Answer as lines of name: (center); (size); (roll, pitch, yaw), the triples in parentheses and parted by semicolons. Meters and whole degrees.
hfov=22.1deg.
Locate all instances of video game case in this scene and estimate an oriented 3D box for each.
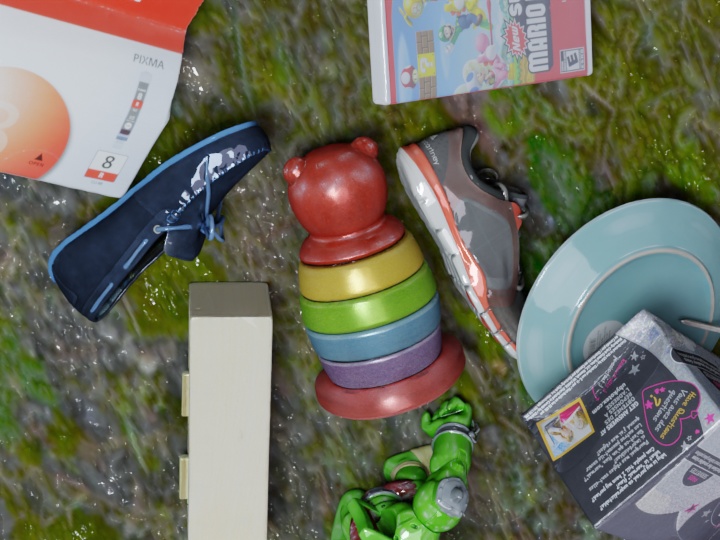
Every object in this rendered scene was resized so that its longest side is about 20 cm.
video game case: (0.087, -0.200, 1.304); (0.199, 0.017, 0.144); (-12, 104, -36)

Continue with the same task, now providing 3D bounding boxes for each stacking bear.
stacking bear: (0.000, 0.000, 1.392); (0.121, 0.114, 0.201); (-16, 107, 0)

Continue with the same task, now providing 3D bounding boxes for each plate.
plate: (0.213, 0.039, 1.434); (0.199, 0.026, 0.201); (-13, 123, -22)

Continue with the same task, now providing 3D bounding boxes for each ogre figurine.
ogre figurine: (0.026, 0.203, 1.460); (0.199, 0.120, 0.098); (-32, 111, 7)

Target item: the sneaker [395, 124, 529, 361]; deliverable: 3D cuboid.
sneaker: (0.103, -0.022, 1.410); (0.082, 0.077, 0.201); (-30, 112, -3)

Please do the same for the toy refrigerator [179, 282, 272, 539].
toy refrigerator: (-0.107, 0.115, 1.437); (0.070, 0.076, 0.201); (0, 111, -6)

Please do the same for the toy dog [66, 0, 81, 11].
toy dog: (-0.297, -0.217, 1.289); (0.199, 0.096, 0.132); (-13, 130, -14)

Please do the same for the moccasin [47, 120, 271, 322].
moccasin: (-0.139, -0.034, 1.375); (0.200, 0.080, 0.068); (-37, 79, 20)

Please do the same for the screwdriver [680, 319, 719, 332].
screwdriver: (0.341, 0.062, 1.469); (0.199, 0.029, 0.028); (9, 135, -25)

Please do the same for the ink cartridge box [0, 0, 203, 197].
ink cartridge box: (-0.197, -0.148, 1.289); (0.162, 0.050, 0.200); (12, 130, -35)

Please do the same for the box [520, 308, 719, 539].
box: (0.239, 0.132, 1.405); (0.132, 0.115, 0.200); (-42, 147, 14)
